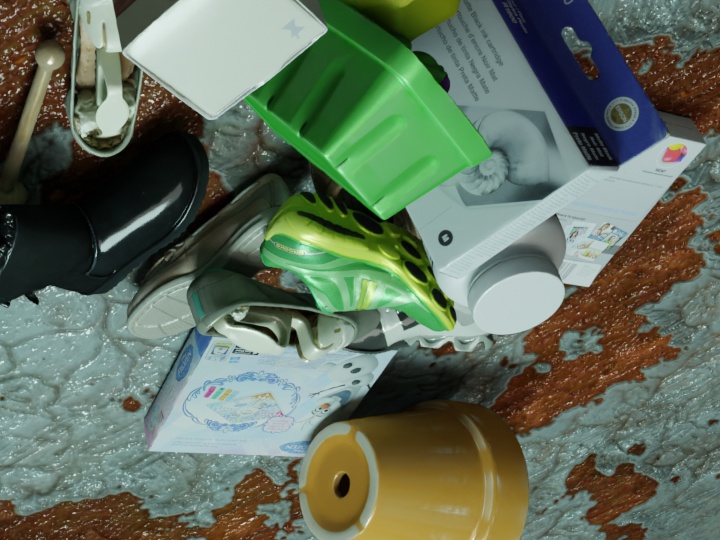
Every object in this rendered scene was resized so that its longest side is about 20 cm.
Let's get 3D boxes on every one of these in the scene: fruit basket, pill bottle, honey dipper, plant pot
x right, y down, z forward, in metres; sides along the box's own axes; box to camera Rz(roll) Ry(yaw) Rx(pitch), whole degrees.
[{"bbox_3d":[0.014,-0.170,0.970,0.215,0.216,0.156,-30,140,14],"label":"fruit basket"},{"bbox_3d":[0.102,-0.048,1.127,0.112,0.200,0.113,-11,141,-9],"label":"pill bottle"},{"bbox_3d":[-0.264,-0.102,1.054,0.038,0.038,0.200,7,134,-28],"label":"honey dipper"},{"bbox_3d":[0.043,0.229,1.417,0.183,0.200,0.200,14,132,-40],"label":"plant pot"}]

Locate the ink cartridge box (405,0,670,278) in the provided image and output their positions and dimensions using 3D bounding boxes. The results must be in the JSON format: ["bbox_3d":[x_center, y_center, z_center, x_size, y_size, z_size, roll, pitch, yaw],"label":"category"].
[{"bbox_3d":[0.103,-0.128,1.037,0.200,0.200,0.041,-35,156,20],"label":"ink cartridge box"}]

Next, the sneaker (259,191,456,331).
[{"bbox_3d":[0.000,0.000,1.157,0.200,0.074,0.084,29,127,-28],"label":"sneaker"}]

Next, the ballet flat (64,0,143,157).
[{"bbox_3d":[-0.180,-0.166,0.989,0.067,0.064,0.200,-3,138,-18],"label":"ballet flat"}]

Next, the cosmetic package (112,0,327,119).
[{"bbox_3d":[-0.103,-0.210,0.858,0.103,0.200,0.087,-35,139,19],"label":"cosmetic package"}]

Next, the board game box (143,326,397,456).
[{"bbox_3d":[-0.094,0.118,1.367,0.200,0.043,0.199,6,137,-27],"label":"board game box"}]

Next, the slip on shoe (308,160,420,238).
[{"bbox_3d":[0.009,-0.043,1.207,0.076,0.061,0.200,-20,141,3],"label":"slip on shoe"}]

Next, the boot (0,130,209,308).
[{"bbox_3d":[-0.231,-0.038,1.071,0.198,0.073,0.162,-42,158,29],"label":"boot"}]

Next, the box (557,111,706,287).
[{"bbox_3d":[0.202,-0.072,1.265,0.156,0.041,0.200,8,135,-29],"label":"box"}]

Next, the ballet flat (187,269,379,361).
[{"bbox_3d":[-0.062,0.050,1.185,0.200,0.064,0.067,14,133,-36],"label":"ballet flat"}]

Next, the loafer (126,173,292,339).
[{"bbox_3d":[-0.131,-0.011,1.198,0.200,0.063,0.072,-34,143,24],"label":"loafer"}]

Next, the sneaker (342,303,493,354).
[{"bbox_3d":[0.046,0.028,1.308,0.200,0.074,0.089,-2,126,-23],"label":"sneaker"}]
